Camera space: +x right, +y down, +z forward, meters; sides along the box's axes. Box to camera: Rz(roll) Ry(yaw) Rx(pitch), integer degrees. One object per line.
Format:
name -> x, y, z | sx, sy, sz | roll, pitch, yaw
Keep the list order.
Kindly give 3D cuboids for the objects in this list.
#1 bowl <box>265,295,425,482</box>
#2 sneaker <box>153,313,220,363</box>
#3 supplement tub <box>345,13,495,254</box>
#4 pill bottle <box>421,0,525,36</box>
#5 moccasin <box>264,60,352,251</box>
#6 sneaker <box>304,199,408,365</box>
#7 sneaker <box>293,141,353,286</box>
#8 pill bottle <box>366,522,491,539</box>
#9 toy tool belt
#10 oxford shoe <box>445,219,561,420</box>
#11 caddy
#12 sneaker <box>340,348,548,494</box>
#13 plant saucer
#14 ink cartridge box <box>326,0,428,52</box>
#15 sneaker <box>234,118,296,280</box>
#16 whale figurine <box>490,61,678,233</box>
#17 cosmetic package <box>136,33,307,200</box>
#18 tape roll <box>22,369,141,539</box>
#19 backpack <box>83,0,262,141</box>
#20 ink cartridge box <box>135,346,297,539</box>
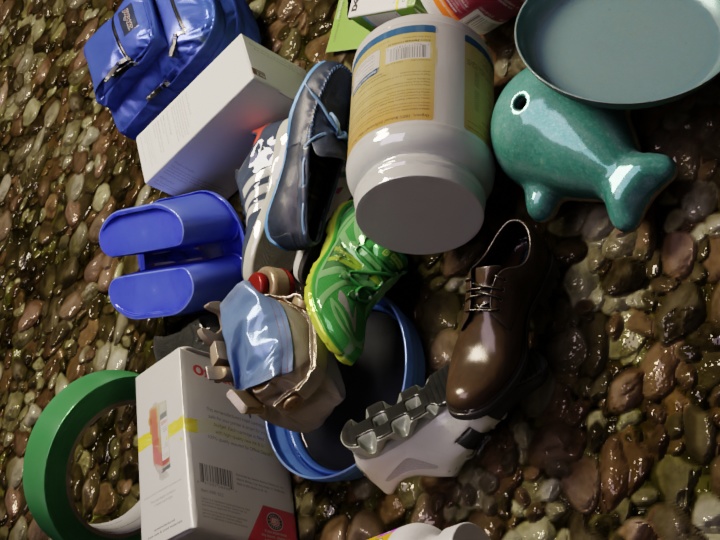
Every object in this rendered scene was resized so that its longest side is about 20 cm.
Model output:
bowl -> -0.016, 0.117, 1.394 | 0.200, 0.039, 0.202 | -21, 58, 37
sneaker -> -0.163, 0.088, 1.539 | 0.199, 0.060, 0.105 | -33, 53, 41
supplement tub -> 0.059, -0.132, 1.337 | 0.144, 0.144, 0.201 | -26, 46, 35
pill bottle -> 0.158, -0.321, 1.365 | 0.199, 0.114, 0.115 | -27, 54, 35
moccasin -> -0.034, -0.113, 1.401 | 0.068, 0.080, 0.201 | 8, 85, 45
sneaker -> 0.000, 0.000, 1.352 | 0.083, 0.074, 0.201 | -18, 44, 32
sneaker -> -0.040, -0.086, 1.478 | 0.120, 0.084, 0.201 | 25, 82, 43
pill bottle -> 0.027, 0.287, 1.223 | 0.199, 0.104, 0.105 | -28, 54, 34
toy tool belt -> -0.101, 0.067, 1.368 | 0.125, 0.122, 0.201 | -51, 45, 31
oxford shoe -> 0.112, 0.039, 1.220 | 0.072, 0.085, 0.201 | -2, 51, 33
caddy -> -0.212, -0.016, 1.606 | 0.199, 0.105, 0.142 | -7, 95, 44
sneaker -> 0.089, 0.140, 1.265 | 0.199, 0.089, 0.074 | -26, 25, 9
plant saucer -> 0.238, -0.209, 1.229 | 0.199, 0.028, 0.201 | -5, 49, 6
ink cartridge box -> 0.025, -0.330, 1.532 | 0.199, 0.076, 0.149 | 0, 72, 44
sneaker -> -0.109, -0.073, 1.546 | 0.084, 0.075, 0.201 | 1, 70, 38
whale figurine -> 0.193, -0.116, 1.239 | 0.159, 0.104, 0.200 | -53, 41, 12
cosmetic package -> -0.158, -0.169, 1.619 | 0.200, 0.113, 0.081 | -39, 48, 24
tape roll -> -0.264, 0.209, 1.483 | 0.048, 0.200, 0.202 | 7, 77, 47
backpack -> -0.228, -0.265, 1.697 | 0.200, 0.167, 0.163 | -39, 55, 21
ink cartridge box -> -0.149, 0.198, 1.414 | 0.083, 0.145, 0.201 | -32, 51, 33
